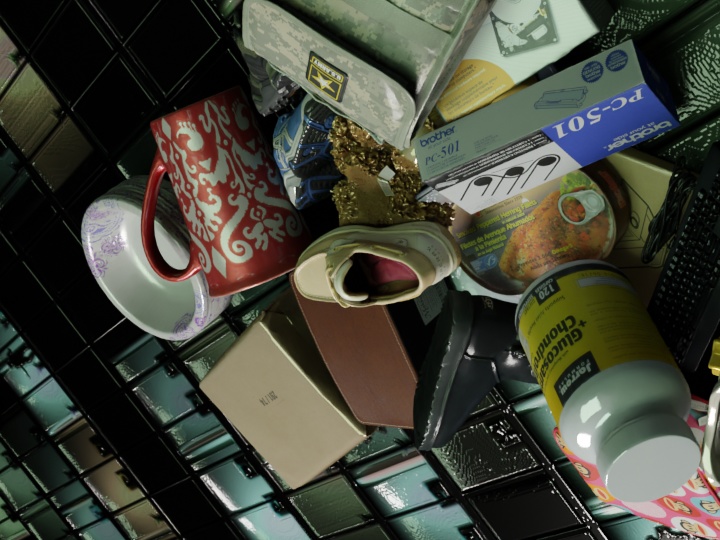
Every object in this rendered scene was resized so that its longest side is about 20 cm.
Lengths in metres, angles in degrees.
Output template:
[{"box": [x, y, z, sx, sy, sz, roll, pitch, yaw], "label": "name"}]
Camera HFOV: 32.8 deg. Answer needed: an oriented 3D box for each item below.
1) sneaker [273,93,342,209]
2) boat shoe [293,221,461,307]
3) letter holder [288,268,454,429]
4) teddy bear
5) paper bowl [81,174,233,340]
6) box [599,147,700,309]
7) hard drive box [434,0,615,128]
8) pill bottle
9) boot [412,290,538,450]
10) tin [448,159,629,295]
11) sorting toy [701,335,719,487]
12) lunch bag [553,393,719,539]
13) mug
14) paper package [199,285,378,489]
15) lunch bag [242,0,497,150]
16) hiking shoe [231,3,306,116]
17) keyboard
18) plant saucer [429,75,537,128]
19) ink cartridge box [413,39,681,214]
[{"box": [-0.058, -0.135, 1.239, 0.077, 0.076, 0.200, 58, 158, 15], "label": "sneaker"}, {"box": [0.000, 0.000, 1.163, 0.200, 0.069, 0.074, -13, 111, 44], "label": "boat shoe"}, {"box": [0.029, 0.061, 1.319, 0.142, 0.101, 0.201, -5, 117, 47], "label": "letter holder"}, {"box": [0.028, -0.096, 1.154, 0.145, 0.067, 0.200, 21, 145, 24], "label": "teddy bear"}, {"box": [-0.234, -0.023, 1.489, 0.200, 0.104, 0.201, 24, 133, 28], "label": "paper bowl"}, {"box": [0.227, -0.043, 1.113, 0.200, 0.021, 0.164, 27, 135, 26], "label": "box"}, {"box": [0.087, -0.245, 1.006, 0.156, 0.077, 0.200, -32, 97, 30], "label": "hard drive box"}, {"box": [0.210, 0.092, 1.031, 0.200, 0.111, 0.112, -108, 16, -48], "label": "pill bottle"}, {"box": [0.148, 0.107, 1.198, 0.167, 0.077, 0.201, 7, 126, -10], "label": "boot"}, {"box": [0.160, -0.045, 1.128, 0.200, 0.042, 0.112, -24, 106, 50], "label": "tin"}, {"box": [0.328, 0.081, 0.994, 0.107, 0.180, 0.201, 21, 132, 29], "label": "sorting toy"}, {"box": [0.289, 0.179, 1.136, 0.176, 0.082, 0.200, 11, 153, 38], "label": "lunch bag"}, {"box": [-0.159, -0.080, 1.323, 0.201, 0.177, 0.133, 68, 167, -10], "label": "mug"}, {"box": [-0.071, 0.139, 1.468, 0.191, 0.103, 0.200, 48, 140, 2], "label": "paper package"}, {"box": [0.008, -0.206, 0.945, 0.164, 0.118, 0.200, 33, 124, 6], "label": "lunch bag"}, {"box": [-0.082, -0.216, 1.192, 0.101, 0.076, 0.200, 64, 169, -1], "label": "hiking shoe"}, {"box": [0.268, -0.012, 1.018, 0.104, 0.039, 0.201, -121, 31, -42], "label": "keyboard"}, {"box": [0.038, -0.203, 1.142, 0.200, 0.048, 0.200, -26, 102, 49], "label": "plant saucer"}, {"box": [0.153, -0.114, 1.012, 0.199, 0.094, 0.044, -23, 64, 24], "label": "ink cartridge box"}]
